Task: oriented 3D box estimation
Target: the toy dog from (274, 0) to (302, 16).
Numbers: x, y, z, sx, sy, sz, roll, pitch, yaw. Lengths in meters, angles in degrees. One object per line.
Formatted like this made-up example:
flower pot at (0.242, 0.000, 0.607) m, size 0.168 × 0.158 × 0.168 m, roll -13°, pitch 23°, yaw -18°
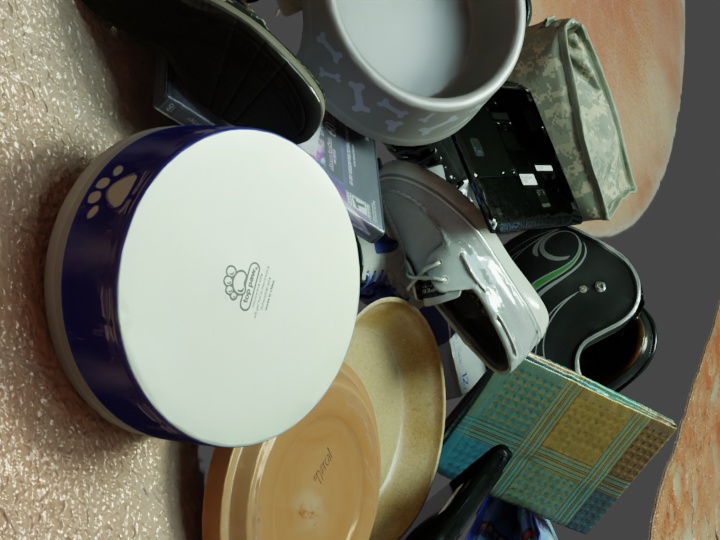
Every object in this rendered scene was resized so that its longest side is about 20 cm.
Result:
toy dog at (-0.066, -0.250, 1.307) m, size 0.200 × 0.095 × 0.133 m, roll 16°, pitch 58°, yaw -76°

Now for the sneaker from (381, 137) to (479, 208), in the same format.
sneaker at (0.067, -0.096, 1.510) m, size 0.200 × 0.072 × 0.113 m, roll 21°, pitch 60°, yaw -63°

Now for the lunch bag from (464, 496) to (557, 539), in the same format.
lunch bag at (0.164, 0.280, 1.562) m, size 0.200 × 0.093 × 0.152 m, roll -68°, pitch 137°, yaw -63°

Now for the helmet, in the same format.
helmet at (0.177, 0.071, 1.536) m, size 0.191 × 0.199 × 0.200 m, roll -53°, pitch 139°, yaw -8°

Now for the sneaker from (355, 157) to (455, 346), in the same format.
sneaker at (0.000, -0.001, 1.340) m, size 0.200 × 0.080 × 0.116 m, roll 58°, pitch 35°, yaw -25°

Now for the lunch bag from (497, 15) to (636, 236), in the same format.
lunch bag at (0.166, -0.147, 1.633) m, size 0.118 × 0.162 × 0.202 m, roll -41°, pitch 117°, yaw -55°

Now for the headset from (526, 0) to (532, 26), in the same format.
headset at (0.127, -0.256, 1.734) m, size 0.201 × 0.093 × 0.124 m, roll 56°, pitch 34°, yaw -11°

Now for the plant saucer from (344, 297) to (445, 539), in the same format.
plant saucer at (0.005, 0.121, 1.299) m, size 0.199 × 0.035 × 0.203 m, roll -9°, pitch 101°, yaw -58°

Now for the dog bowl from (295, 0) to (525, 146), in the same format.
dog bowl at (0.037, -0.198, 1.216) m, size 0.198 × 0.059 × 0.203 m, roll 6°, pitch 78°, yaw -27°

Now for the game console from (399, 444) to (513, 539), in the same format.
game console at (0.069, 0.263, 1.330) m, size 0.117 × 0.176 × 0.200 m, roll 47°, pitch 28°, yaw 1°

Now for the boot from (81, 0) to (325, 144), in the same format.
boot at (-0.089, -0.183, 1.135) m, size 0.199 × 0.073 × 0.151 m, roll 34°, pitch 34°, yaw 0°

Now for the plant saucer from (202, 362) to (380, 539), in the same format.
plant saucer at (-0.040, 0.159, 1.165) m, size 0.200 × 0.032 × 0.203 m, roll -16°, pitch 109°, yaw -56°

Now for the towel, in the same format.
towel at (0.165, 0.151, 1.447) m, size 0.199 × 0.147 × 0.022 m, roll 25°, pitch 26°, yaw -27°

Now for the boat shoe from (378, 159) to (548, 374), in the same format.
boat shoe at (0.075, 0.002, 1.311) m, size 0.201 × 0.070 × 0.072 m, roll 49°, pitch 54°, yaw -19°

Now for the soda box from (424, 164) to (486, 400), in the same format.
soda box at (0.054, 0.012, 1.451) m, size 0.068 × 0.063 × 0.202 m, roll -20°, pitch 98°, yaw -62°

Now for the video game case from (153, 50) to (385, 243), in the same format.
video game case at (-0.065, -0.117, 1.186) m, size 0.199 × 0.019 × 0.144 m, roll 32°, pitch 34°, yaw -30°

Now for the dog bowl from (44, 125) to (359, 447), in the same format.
dog bowl at (-0.096, 0.009, 1.034) m, size 0.199 × 0.078 × 0.203 m, roll -3°, pitch 94°, yaw -43°

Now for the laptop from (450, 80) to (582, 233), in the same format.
laptop at (0.074, -0.108, 1.353) m, size 0.177 × 0.103 × 0.202 m, roll -8°, pitch 74°, yaw -59°
